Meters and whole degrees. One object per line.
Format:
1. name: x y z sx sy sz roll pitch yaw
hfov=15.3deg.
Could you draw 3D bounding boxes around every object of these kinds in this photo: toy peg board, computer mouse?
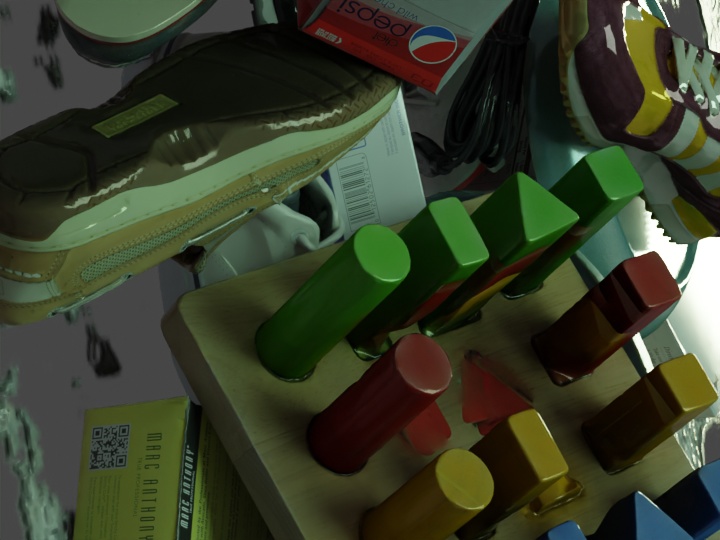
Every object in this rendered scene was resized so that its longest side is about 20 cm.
1. toy peg board: 0.061 0.055 1.049 0.199 0.098 0.200 -19 72 -40
2. computer mouse: 0.044 -0.118 1.251 0.046 0.200 0.141 10 102 -25

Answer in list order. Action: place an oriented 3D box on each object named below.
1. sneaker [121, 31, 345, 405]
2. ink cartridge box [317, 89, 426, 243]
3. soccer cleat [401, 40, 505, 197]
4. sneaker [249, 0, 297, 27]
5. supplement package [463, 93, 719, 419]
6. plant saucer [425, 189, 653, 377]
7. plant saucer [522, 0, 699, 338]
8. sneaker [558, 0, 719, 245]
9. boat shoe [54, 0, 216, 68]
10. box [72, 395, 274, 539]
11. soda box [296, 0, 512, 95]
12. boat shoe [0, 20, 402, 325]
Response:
1. sneaker: -0.043 -0.004 1.121 0.073 0.070 0.201 -48 127 -58
2. ink cartridge box: 0.000 0.000 1.186 0.094 0.044 0.201 -160 -125 -68
3. soccer cleat: 0.039 -0.123 1.340 0.085 0.068 0.201 48 39 -38
4. sneaker: -0.002 -0.165 1.226 0.076 0.087 0.201 -14 98 -65
5. supplement package: 0.120 -0.037 1.432 0.200 0.110 0.156 59 35 -43
6. plant saucer: 0.081 0.055 1.228 0.039 0.200 0.202 -21 105 -35
7. plant saucer: 0.126 -0.066 1.286 0.200 0.027 0.202 -8 90 -66
8. sneaker: 0.155 -0.078 1.210 0.200 0.090 0.075 41 46 -55
9. boat shoe: -0.077 -0.146 1.094 0.063 0.071 0.201 114 -4 -47
10. box: -0.046 0.116 1.110 0.200 0.050 0.076 35 53 -57
11. soda box: 0.014 -0.166 1.102 0.070 0.063 0.201 24 36 -22
12. boat shoe: -0.067 -0.036 1.040 0.199 0.072 0.077 -23 133 -34
